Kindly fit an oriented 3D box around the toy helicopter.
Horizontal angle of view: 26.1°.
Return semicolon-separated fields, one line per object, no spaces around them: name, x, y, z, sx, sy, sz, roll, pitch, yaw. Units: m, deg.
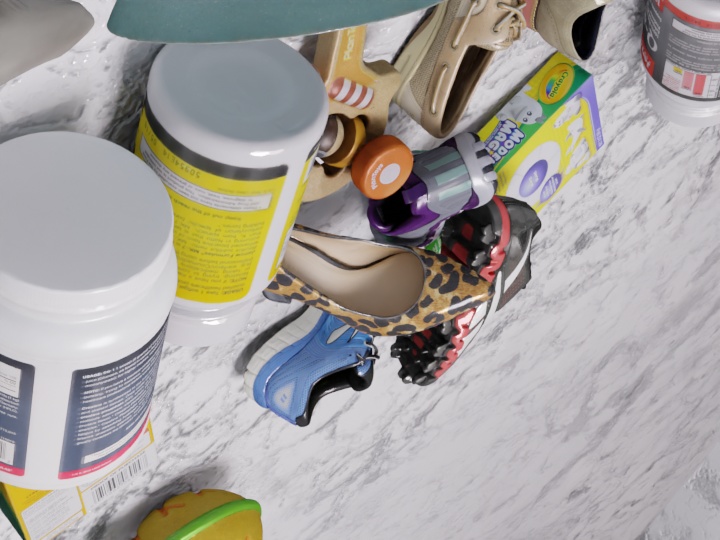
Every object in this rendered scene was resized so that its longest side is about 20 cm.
toy helicopter;-0.026;-0.133;1.064;0.131;0.079;0.201;-17;136;-32

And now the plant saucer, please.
plant saucer;-0.043;-0.164;0.851;0.199;0.199;0.036;-24;116;-39

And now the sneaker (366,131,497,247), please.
sneaker;0.028;-0.055;1.222;0.087;0.075;0.200;-22;174;-24

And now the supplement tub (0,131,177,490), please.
supplement tub;-0.187;0.028;0.953;0.140;0.140;0.201;-27;153;-34

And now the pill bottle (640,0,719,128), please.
pill bottle;0.310;-0.219;1.388;0.116;0.116;0.200;-38;156;-14

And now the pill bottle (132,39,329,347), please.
pill bottle;-0.096;-0.048;1.010;0.114;0.114;0.201;-26;151;-36

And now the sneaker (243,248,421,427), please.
sneaker;-0.007;0.060;1.370;0.200;0.089;0.079;-46;158;-10

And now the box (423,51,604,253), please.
box;0.130;-0.085;1.374;0.200;0.048;0.118;-44;151;-10

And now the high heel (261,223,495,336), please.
high heel;0.000;0.000;1.188;0.143;0.198;0.072;59;35;-70

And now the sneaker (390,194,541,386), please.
sneaker;0.094;0.017;1.323;0.097;0.071;0.201;-9;133;-42

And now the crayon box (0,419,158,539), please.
crayon box;-0.223;0.121;1.171;0.125;0.052;0.201;-35;156;-21

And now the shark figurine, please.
shark figurine;-0.226;-0.069;0.796;0.214;0.089;0.128;-45;156;-1

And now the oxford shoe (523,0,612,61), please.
oxford shoe;0.176;-0.243;1.175;0.070;0.075;0.201;-32;154;-23

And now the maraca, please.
maraca;-0.172;0.271;1.440;0.199;0.107;0.138;-23;151;-39

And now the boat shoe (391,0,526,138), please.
boat shoe;0.094;-0.189;1.145;0.071;0.065;0.201;-14;143;-50
